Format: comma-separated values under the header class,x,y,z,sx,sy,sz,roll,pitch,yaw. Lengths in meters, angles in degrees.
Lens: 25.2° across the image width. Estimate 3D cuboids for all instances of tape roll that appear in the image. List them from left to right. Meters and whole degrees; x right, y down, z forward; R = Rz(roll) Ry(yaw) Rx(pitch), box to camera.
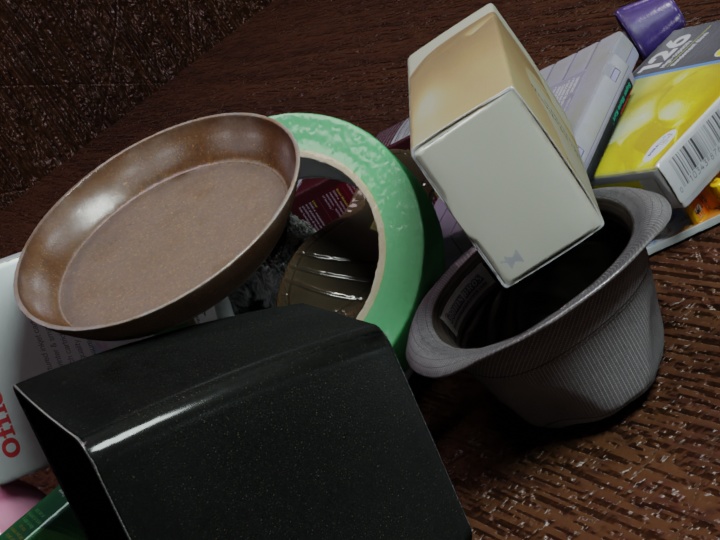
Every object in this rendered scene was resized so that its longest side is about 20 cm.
class,x,y,z,sx,sy,sz,roll,pitch,yaw
tape roll,-0.044,-0.001,1.056,0.200,0.201,0.048,-32,-25,11

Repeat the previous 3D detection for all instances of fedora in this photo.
class,x,y,z,sx,sy,sz,roll,pitch,yaw
fedora,0.119,0.032,0.948,0.176,0.091,0.200,-37,16,-9

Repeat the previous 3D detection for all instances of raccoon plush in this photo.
class,x,y,z,sx,sy,sz,roll,pitch,yaw
raccoon plush,-0.033,-0.026,1.215,0.134,0.096,0.201,-40,-22,-44

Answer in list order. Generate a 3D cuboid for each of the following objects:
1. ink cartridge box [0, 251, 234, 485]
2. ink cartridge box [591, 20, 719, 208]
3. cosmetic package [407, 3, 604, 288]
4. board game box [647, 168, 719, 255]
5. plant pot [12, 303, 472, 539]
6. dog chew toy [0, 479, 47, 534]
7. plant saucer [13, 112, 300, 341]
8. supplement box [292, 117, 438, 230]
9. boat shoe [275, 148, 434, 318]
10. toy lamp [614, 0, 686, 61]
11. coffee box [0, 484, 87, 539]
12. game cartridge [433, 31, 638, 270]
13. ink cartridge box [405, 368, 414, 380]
class,x,y,z,sx,sy,sz,roll,pitch,yaw
ink cartridge box,-0.201,0.048,1.168,0.198,0.147,0.145,-20,5,-16
ink cartridge box,0.208,-0.110,1.149,0.198,0.047,0.199,-46,22,-26
cosmetic package,0.084,-0.082,0.981,0.071,0.105,0.200,-32,20,13
board game box,0.188,-0.057,1.167,0.199,0.026,0.200,-26,19,27
plant pot,-0.057,0.124,0.899,0.176,0.201,0.199,-27,14,-17
dog chew toy,-0.267,0.207,1.181,0.124,0.125,0.200,-37,9,-6
plant saucer,-0.122,-0.023,1.005,0.199,0.035,0.201,-19,36,15
supplement box,0.029,-0.056,1.325,0.199,0.109,0.061,-24,19,31
boat shoe,0.000,0.000,1.159,0.200,0.071,0.077,-51,-18,-40
toy lamp,0.194,-0.174,1.419,0.199,0.058,0.058,-35,17,8
coffee box,-0.165,0.196,1.006,0.200,0.123,0.044,-39,20,-17
game cartridge,0.119,-0.082,1.130,0.129,0.038,0.201,-19,29,39
ink cartridge box,-0.022,0.091,1.176,0.200,0.047,0.160,-42,8,48
